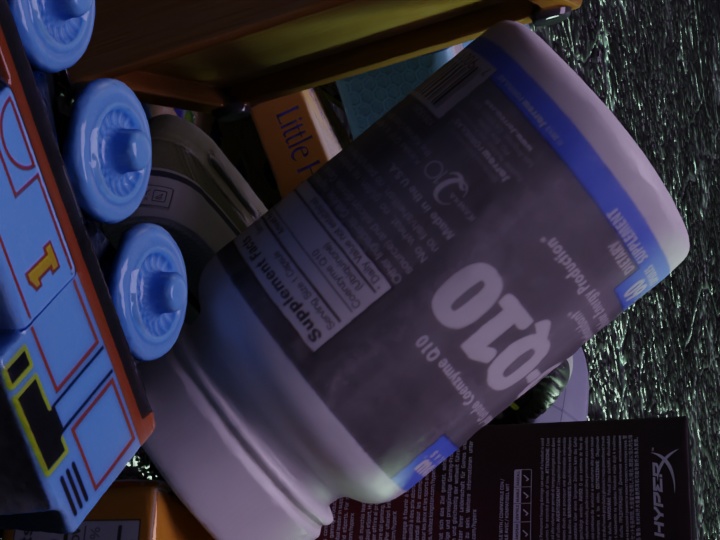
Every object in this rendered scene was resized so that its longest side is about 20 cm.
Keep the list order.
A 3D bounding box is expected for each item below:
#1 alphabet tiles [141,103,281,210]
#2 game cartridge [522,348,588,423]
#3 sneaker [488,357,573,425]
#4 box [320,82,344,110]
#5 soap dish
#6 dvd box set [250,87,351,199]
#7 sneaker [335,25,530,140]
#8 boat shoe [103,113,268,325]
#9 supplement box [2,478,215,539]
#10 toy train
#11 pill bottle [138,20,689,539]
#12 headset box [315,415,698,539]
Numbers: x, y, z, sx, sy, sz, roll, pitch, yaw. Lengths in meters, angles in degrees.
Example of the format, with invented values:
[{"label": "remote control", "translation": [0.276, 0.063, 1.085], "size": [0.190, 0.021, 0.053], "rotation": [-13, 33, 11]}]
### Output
[{"label": "alphabet tiles", "translation": [-0.072, -0.045, 0.795], "size": [0.167, 0.007, 0.202], "rotation": [59, 33, -53]}, {"label": "game cartridge", "translation": [0.078, 0.098, 0.991], "size": [0.134, 0.041, 0.200], "rotation": [-58, -173, 21]}, {"label": "sneaker", "translation": [0.063, 0.037, 0.941], "size": [0.077, 0.075, 0.200], "rotation": [-55, -169, -16]}, {"label": "box", "translation": [-0.016, -0.153, 0.864], "size": [0.075, 0.050, 0.200], "rotation": [-51, 148, -8]}, {"label": "soap dish", "translation": [-0.018, -0.118, 0.654], "size": [0.157, 0.198, 0.082], "rotation": [0, 77, -68]}, {"label": "dvd box set", "translation": [0.000, 0.000, 0.807], "size": [0.146, 0.029, 0.201], "rotation": [56, 12, -62]}, {"label": "sneaker", "translation": [0.032, -0.133, 0.844], "size": [0.131, 0.079, 0.202], "rotation": [-55, 140, -54]}, {"label": "boat shoe", "translation": [-0.044, 0.016, 0.747], "size": [0.201, 0.071, 0.062], "rotation": [61, 34, -46]}, {"label": "supplement box", "translation": [-0.093, 0.177, 0.604], "size": [0.067, 0.068, 0.202], "rotation": [51, 41, -60]}, {"label": "toy train", "translation": [-0.118, -0.019, 0.542], "size": [0.114, 0.086, 0.201], "rotation": [-57, 140, -51]}, {"label": "pill bottle", "translation": [0.012, 0.013, 0.648], "size": [0.114, 0.200, 0.114], "rotation": [50, 1, -1]}, {"label": "headset box", "translation": [0.043, 0.135, 0.736], "size": [0.149, 0.198, 0.076], "rotation": [74, 17, -49]}]
